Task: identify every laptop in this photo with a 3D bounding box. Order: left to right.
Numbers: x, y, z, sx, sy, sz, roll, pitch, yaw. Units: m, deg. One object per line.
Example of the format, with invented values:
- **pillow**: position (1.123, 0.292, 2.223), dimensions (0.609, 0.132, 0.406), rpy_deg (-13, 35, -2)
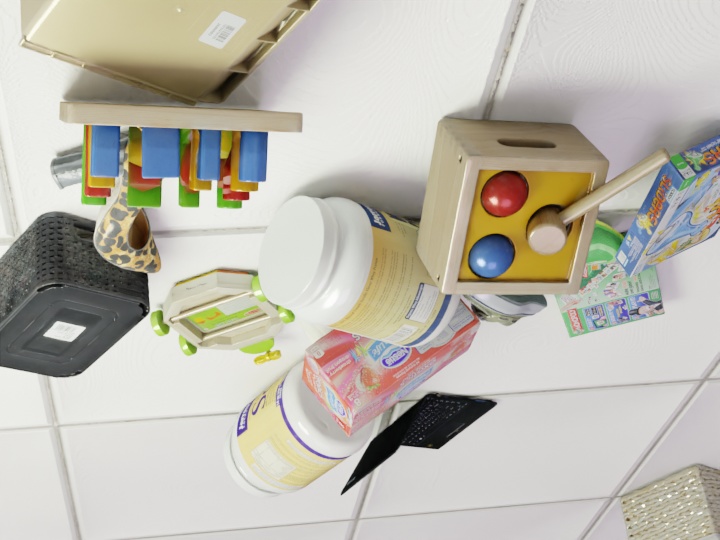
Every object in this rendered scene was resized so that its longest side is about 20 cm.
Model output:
- **laptop**: position (0.090, 0.271, 1.968), dimensions (0.199, 0.104, 0.177), rpy_deg (10, 146, -29)

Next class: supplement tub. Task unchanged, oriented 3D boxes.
- **supplement tub**: position (-0.090, 0.225, 1.801), dimensions (0.145, 0.146, 0.200), rpy_deg (14, 143, -34)
- **supplement tub**: position (0.000, 0.000, 1.444), dimensions (0.199, 0.145, 0.144), rpy_deg (16, 142, -37)

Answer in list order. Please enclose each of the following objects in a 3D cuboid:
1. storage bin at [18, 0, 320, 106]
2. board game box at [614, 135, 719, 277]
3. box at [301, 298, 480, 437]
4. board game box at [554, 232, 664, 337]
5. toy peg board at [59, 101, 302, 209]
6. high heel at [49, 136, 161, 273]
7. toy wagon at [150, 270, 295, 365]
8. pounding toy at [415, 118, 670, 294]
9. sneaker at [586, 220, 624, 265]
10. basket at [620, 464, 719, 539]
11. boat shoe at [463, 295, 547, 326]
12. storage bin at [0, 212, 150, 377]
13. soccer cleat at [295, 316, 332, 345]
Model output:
- **storage bin**: position (-0.149, -0.244, 1.044), dimensions (0.198, 0.094, 0.200), rpy_deg (15, 142, -36)
- **board game box**: position (0.379, -0.081, 1.470), dimensions (0.135, 0.035, 0.200), rpy_deg (-24, 155, -20)
- **box**: position (0.037, 0.098, 1.574), dimensions (0.200, 0.103, 0.095), rpy_deg (-35, 161, -20)
- **board game box**: position (0.320, 0.020, 1.676), dimensions (0.134, 0.029, 0.200), rpy_deg (-14, 150, 11)
- **toy peg board**: position (-0.170, -0.101, 1.174), dimensions (0.199, 0.098, 0.199), rpy_deg (0, -172, -15)
- **high heel**: position (-0.215, -0.064, 1.347), dimensions (0.142, 0.072, 0.200), rpy_deg (-11, 141, 17)
- **toy wagon**: position (-0.161, 0.064, 1.616), dimensions (0.155, 0.040, 0.200), rpy_deg (-18, 149, 16)
- **pounding toy**: position (0.183, -0.069, 1.334), dimensions (0.199, 0.142, 0.185), rpy_deg (1, 118, -16)
- **sneaker**: position (0.222, -0.014, 1.538), dimensions (0.199, 0.084, 0.074), rpy_deg (-2, 149, -13)
- **basket**: position (0.623, 0.483, 2.410), dimensions (0.198, 0.161, 0.200), rpy_deg (20, 139, -39)
- **boat shoe**: position (0.170, 0.039, 1.591), dimensions (0.062, 0.072, 0.200), rpy_deg (-43, 153, 18)
- **storage bin**: position (-0.341, 0.033, 1.464), dimensions (0.135, 0.094, 0.200), rpy_deg (16, 142, -36)
- **soccer cleat**: position (-0.049, 0.057, 1.618), dimensions (0.077, 0.070, 0.200), rpy_deg (21, 155, 5)
